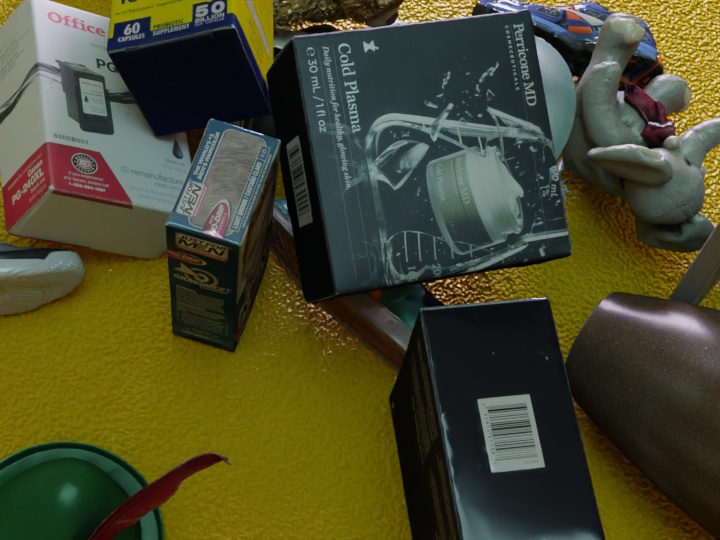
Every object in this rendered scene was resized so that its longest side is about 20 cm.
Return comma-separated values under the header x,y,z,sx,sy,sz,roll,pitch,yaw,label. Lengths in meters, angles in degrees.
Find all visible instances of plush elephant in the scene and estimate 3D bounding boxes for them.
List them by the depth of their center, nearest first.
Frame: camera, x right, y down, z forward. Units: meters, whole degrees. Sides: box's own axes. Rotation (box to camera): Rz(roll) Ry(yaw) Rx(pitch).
x,y,z,sx,sy,sz,roll,pitch,yaw,label
0.262,-0.107,1.060,0.155,0.165,0.200,34,85,40,plush elephant

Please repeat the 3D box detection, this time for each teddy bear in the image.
x,y,z,sx,sy,sz,roll,pitch,yaw,label
-0.032,-0.261,1.116,0.199,0.067,0.145,0,17,23,teddy bear

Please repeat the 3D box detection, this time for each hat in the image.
x,y,z,sx,sy,sz,roll,pitch,yaw,label
-0.223,0.172,0.850,0.200,0.176,0.166,-39,74,-23,hat

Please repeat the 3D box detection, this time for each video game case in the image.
x,y,z,sx,sy,sz,roll,pitch,yaw,label
0.333,-0.041,1.015,0.022,0.200,0.182,39,65,15,video game case

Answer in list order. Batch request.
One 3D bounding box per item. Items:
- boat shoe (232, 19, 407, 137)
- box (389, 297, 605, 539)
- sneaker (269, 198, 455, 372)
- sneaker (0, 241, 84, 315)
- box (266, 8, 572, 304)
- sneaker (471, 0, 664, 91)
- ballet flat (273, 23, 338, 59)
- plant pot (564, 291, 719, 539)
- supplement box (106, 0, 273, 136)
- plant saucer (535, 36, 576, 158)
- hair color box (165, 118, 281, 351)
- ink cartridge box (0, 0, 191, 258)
x,y,z,sx,sy,sz,roll,pitch,yaw,label
-0.024,-0.168,1.088,0.200,0.070,0.066,-28,27,-12,boat shoe
0.096,0.150,0.900,0.104,0.182,0.201,-4,64,-10,box
0.000,0.000,1.030,0.200,0.071,0.080,44,65,6,sneaker
-0.339,-0.023,0.992,0.199,0.076,0.114,-8,65,-11,sneaker
0.043,-0.089,0.943,0.196,0.124,0.201,-10,89,-15,box
0.206,-0.235,1.179,0.199,0.075,0.079,15,53,-8,sneaker
-0.109,-0.197,1.117,0.199,0.063,0.069,-18,66,-15,ballet flat
0.274,0.103,0.962,0.200,0.187,0.187,31,63,24,plant pot
-0.141,-0.232,1.008,0.108,0.110,0.201,-10,54,9,supplement box
0.095,-0.144,1.072,0.200,0.039,0.202,-13,61,25,plant saucer
-0.111,-0.022,0.950,0.060,0.200,0.100,17,63,1,hair color box
-0.233,-0.124,1.020,0.145,0.083,0.201,10,57,-40,ink cartridge box
